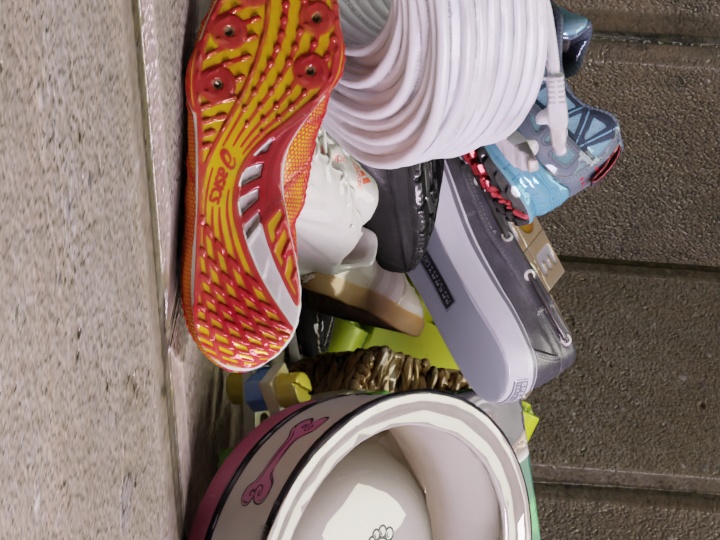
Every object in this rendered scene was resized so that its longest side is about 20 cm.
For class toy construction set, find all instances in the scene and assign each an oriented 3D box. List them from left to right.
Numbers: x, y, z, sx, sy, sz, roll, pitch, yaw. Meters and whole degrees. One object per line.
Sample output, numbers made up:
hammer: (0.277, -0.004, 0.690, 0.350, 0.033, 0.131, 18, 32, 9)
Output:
toy construction set: (-0.023, 0.144, 1.569, 0.131, 0.092, 0.200, -7, 104, -62)

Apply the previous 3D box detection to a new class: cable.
cable: (0.010, -0.146, 1.385, 0.200, 0.069, 0.200, 26, -49, 51)

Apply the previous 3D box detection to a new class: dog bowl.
dog bowl: (-0.006, 0.151, 1.478, 0.200, 0.074, 0.200, -12, 107, -43)

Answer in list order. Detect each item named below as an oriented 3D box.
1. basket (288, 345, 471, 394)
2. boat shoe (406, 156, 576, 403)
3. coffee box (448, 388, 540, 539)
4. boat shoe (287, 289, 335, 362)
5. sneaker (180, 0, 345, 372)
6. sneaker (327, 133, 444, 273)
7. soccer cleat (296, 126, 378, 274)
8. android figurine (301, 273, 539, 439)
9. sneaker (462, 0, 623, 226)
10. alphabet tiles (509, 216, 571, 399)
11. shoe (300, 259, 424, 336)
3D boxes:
basket: (-0.018, 0.151, 1.748, 0.149, 0.143, 0.200, -8, -111, 50)
boat shoe: (0.062, -0.024, 1.657, 0.200, 0.066, 0.070, 62, -31, 14)
coffee box: (0.050, 0.169, 1.677, 0.044, 0.123, 0.200, -9, -93, 50)
boat shoe: (-0.013, -0.030, 1.822, 0.074, 0.060, 0.200, 88, 8, -50)
sneaker: (-0.054, -0.054, 1.367, 0.077, 0.073, 0.200, -159, -100, -78)
sneaker: (-0.007, -0.087, 1.565, 0.076, 0.091, 0.200, -72, 154, -56)
soccer cleat: (-0.030, -0.050, 1.490, 0.200, 0.078, 0.069, 81, 14, -69)
android figurine: (0.029, 0.094, 1.906, 0.041, 0.182, 0.200, 24, -94, 58)
sneaker: (0.079, -0.122, 1.628, 0.200, 0.095, 0.079, 63, -6, 19)
alphabet tiles: (0.074, -0.023, 1.885, 0.200, 0.008, 0.167, 62, 30, -12)
shoe: (0.000, 0.000, 1.690, 0.200, 0.070, 0.053, 35, 71, -75)
